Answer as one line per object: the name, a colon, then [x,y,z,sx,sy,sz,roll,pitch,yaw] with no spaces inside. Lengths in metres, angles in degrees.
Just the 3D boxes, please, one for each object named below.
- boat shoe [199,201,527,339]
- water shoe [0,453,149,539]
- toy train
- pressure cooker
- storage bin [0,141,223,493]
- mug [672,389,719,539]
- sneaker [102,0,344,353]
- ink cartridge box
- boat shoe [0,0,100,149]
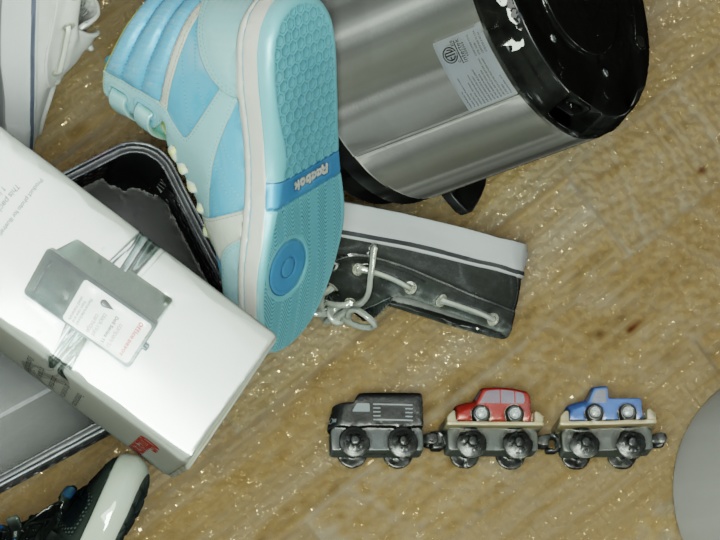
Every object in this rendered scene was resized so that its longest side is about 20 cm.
boat shoe: [-0.001,0.000,1.577,0.198,0.073,0.069,12,84,-25]
water shoe: [-0.190,0.165,1.494,0.079,0.072,0.200,37,113,-2]
toy train: [0.079,0.090,1.602,0.198,0.034,0.046,1,71,-7]
pressure cooker: [0.038,-0.133,1.537,0.199,0.178,0.177,-20,72,32]
storage bin: [-0.174,0.031,1.542,0.199,0.094,0.136,-28,87,-11]
mug: [0.279,0.108,1.566,0.149,0.153,0.187,44,79,0]
sneaker: [-0.079,-0.062,1.493,0.130,0.079,0.202,14,111,31]
ink cartridge box: [-0.149,0.014,1.428,0.200,0.147,0.083,38,80,-3]
boat shoe: [-0.174,-0.135,1.519,0.065,0.201,0.074,-12,58,-19]
